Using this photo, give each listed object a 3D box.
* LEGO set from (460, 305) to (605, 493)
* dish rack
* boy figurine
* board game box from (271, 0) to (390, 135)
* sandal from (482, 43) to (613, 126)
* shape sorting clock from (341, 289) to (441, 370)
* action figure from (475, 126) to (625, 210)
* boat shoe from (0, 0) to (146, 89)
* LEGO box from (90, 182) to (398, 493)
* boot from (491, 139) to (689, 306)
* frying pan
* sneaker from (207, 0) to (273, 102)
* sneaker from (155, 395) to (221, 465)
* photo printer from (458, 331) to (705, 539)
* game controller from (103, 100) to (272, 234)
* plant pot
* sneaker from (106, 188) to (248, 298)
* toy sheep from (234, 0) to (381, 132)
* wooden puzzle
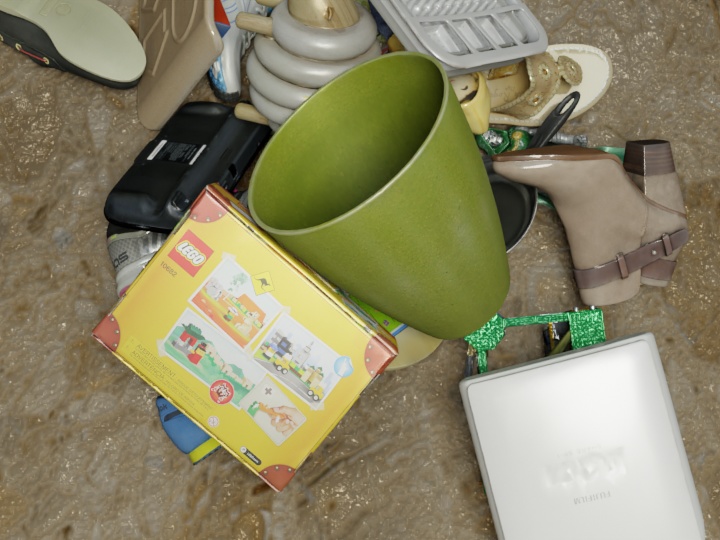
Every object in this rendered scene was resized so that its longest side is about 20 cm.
[{"bbox_3d":[0.166,0.113,0.883,0.151,0.116,0.204,-15,85,10],"label":"LEGO set"},{"bbox_3d":[0.059,-0.247,0.842,0.170,0.044,0.201,-21,72,-43],"label":"dish rack"},{"bbox_3d":[0.060,-0.211,0.912,0.123,0.064,0.202,-25,69,5],"label":"boy figurine"},{"bbox_3d":[-0.006,-0.211,0.972,0.119,0.032,0.203,24,83,12],"label":"board game box"},{"bbox_3d":[0.149,-0.178,0.934,0.208,0.070,0.079,-7,92,1],"label":"sandal"},{"bbox_3d":[0.000,0.000,0.897,0.197,0.039,0.203,13,57,-21],"label":"shape sorting clock"},{"bbox_3d":[0.208,-0.099,0.974,0.197,0.055,0.120,21,71,6],"label":"action figure"},{"bbox_3d":[-0.298,-0.237,0.970,0.199,0.063,0.074,30,60,8],"label":"boat shoe"},{"bbox_3d":[-0.090,0.052,0.784,0.199,0.077,0.149,41,95,-5],"label":"LEGO box"},{"bbox_3d":[0.214,-0.041,0.892,0.196,0.070,0.149,-4,107,-11],"label":"boot"},{"bbox_3d":[0.136,-0.091,0.946,0.114,0.031,0.192,16,77,38],"label":"frying pan"},{"bbox_3d":[-0.122,-0.267,0.992,0.085,0.075,0.204,-1,71,-11],"label":"sneaker"},{"bbox_3d":[-0.092,0.087,0.872,0.199,0.066,0.079,-35,86,-13],"label":"sneaker"},{"bbox_3d":[0.181,0.167,0.783,0.164,0.069,0.204,-14,86,10],"label":"photo printer"},{"bbox_3d":[-0.156,-0.099,0.895,0.102,0.043,0.201,1,37,20],"label":"game controller"},{"bbox_3d":[0.039,-0.040,0.799,0.185,0.200,0.189,-25,39,22],"label":"plant pot"},{"bbox_3d":[-0.153,-0.051,0.913,0.198,0.074,0.088,-29,77,-12],"label":"sneaker"},{"bbox_3d":[-0.044,-0.177,0.878,0.135,0.202,0.139,3,43,-3],"label":"toy sheep"},{"bbox_3d":[-0.170,-0.262,0.938,0.046,0.185,0.204,3,70,-31],"label":"wooden puzzle"}]
